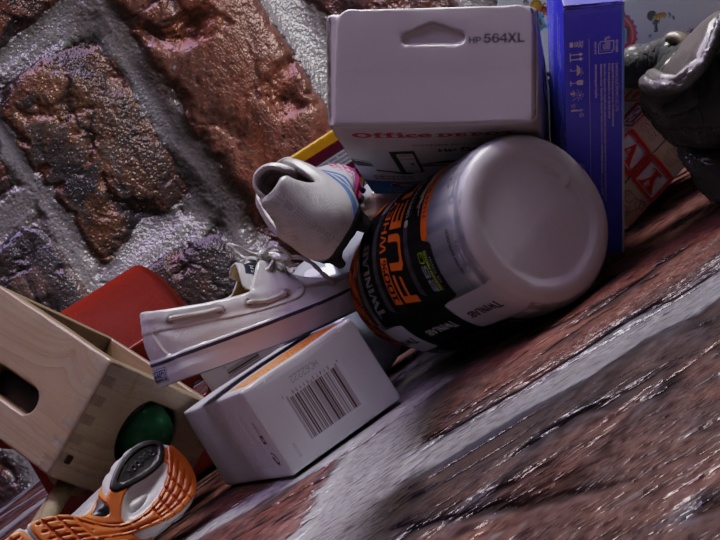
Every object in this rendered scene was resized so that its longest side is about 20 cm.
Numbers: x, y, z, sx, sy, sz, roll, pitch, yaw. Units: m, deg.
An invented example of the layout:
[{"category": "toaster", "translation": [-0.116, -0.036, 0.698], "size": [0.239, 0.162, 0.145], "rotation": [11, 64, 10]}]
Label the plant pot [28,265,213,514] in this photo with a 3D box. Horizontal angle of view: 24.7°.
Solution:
[{"category": "plant pot", "translation": [-0.215, 0.128, 1.563], "size": [0.199, 0.201, 0.176], "rotation": [-33, 14, -21]}]

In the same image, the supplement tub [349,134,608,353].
[{"category": "supplement tub", "translation": [0.075, -0.011, 1.165], "size": [0.122, 0.123, 0.200], "rotation": [-34, 2, -29]}]

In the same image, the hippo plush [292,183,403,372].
[{"category": "hippo plush", "translation": [0.000, 0.000, 1.368], "size": [0.161, 0.201, 0.159], "rotation": [-40, -21, 11]}]

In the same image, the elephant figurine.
[{"category": "elephant figurine", "translation": [0.242, -0.117, 1.080], "size": [0.199, 0.143, 0.155], "rotation": [-25, -10, 32]}]

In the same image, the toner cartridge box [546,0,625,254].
[{"category": "toner cartridge box", "translation": [0.158, -0.118, 1.157], "size": [0.043, 0.201, 0.095], "rotation": [-5, 36, 2]}]

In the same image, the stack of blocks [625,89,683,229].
[{"category": "stack of blocks", "translation": [0.198, -0.101, 1.392], "size": [0.115, 0.059, 0.200], "rotation": [-46, 17, -10]}]

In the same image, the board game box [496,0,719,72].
[{"category": "board game box", "translation": [0.206, -0.185, 1.311], "size": [0.198, 0.065, 0.148], "rotation": [2, 6, 5]}]

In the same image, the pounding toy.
[{"category": "pounding toy", "translation": [-0.229, 0.128, 1.318], "size": [0.184, 0.199, 0.143], "rotation": [32, -93, -54]}]

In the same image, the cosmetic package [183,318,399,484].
[{"category": "cosmetic package", "translation": [-0.056, 0.102, 1.234], "size": [0.101, 0.072, 0.200], "rotation": [-34, 2, -20]}]

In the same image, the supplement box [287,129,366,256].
[{"category": "supplement box", "translation": [0.003, -0.027, 1.505], "size": [0.110, 0.201, 0.086], "rotation": [-32, 1, -1]}]

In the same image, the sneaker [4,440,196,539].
[{"category": "sneaker", "translation": [-0.200, 0.208, 1.174], "size": [0.200, 0.076, 0.092], "rotation": [-34, -14, -41]}]

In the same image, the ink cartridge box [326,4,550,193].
[{"category": "ink cartridge box", "translation": [0.062, -0.118, 1.186], "size": [0.145, 0.085, 0.200], "rotation": [-1, -10, 10]}]

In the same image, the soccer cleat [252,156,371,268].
[{"category": "soccer cleat", "translation": [-0.042, -0.059, 1.249], "size": [0.070, 0.086, 0.200], "rotation": [-54, 11, 5]}]

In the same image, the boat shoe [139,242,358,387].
[{"category": "boat shoe", "translation": [-0.077, 0.016, 1.249], "size": [0.201, 0.087, 0.075], "rotation": [-20, -1, -21]}]

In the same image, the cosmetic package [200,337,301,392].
[{"category": "cosmetic package", "translation": [-0.069, 0.076, 1.472], "size": [0.081, 0.113, 0.200], "rotation": [-32, 1, 15]}]
